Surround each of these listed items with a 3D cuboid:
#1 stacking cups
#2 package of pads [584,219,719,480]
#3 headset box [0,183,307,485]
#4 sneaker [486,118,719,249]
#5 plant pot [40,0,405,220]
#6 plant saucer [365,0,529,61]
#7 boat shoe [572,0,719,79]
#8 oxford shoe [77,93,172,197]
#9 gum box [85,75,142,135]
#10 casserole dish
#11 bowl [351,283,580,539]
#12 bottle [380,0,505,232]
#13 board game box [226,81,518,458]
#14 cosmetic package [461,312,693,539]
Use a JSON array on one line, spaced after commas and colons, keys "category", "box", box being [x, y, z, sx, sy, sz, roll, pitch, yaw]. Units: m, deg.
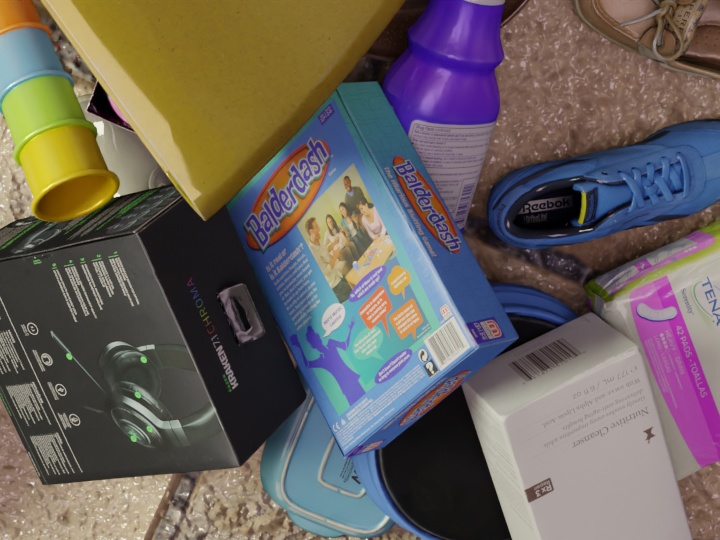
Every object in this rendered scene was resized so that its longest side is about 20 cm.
[{"category": "stacking cups", "box": [-0.218, -0.131, 1.072, 0.060, 0.061, 0.201, -26, 68, 6]}, {"category": "package of pads", "box": [0.274, 0.038, 1.147, 0.199, 0.068, 0.155, -23, 104, -2]}, {"category": "headset box", "box": [-0.154, 0.043, 1.089, 0.199, 0.093, 0.175, -11, 110, 35]}, {"category": "sneaker", "box": [0.186, -0.055, 1.125, 0.199, 0.078, 0.066, -14, 102, 2]}, {"category": "plant pot", "box": [-0.084, -0.168, 0.924, 0.176, 0.200, 0.200, -35, 103, -4]}, {"category": "plant saucer", "box": [0.037, -0.236, 1.071, 0.200, 0.037, 0.201, -7, 123, -11]}, {"category": "boat shoe", "box": [0.243, -0.166, 1.102, 0.199, 0.063, 0.074, 16, 105, -4]}, {"category": "oxford shoe", "box": [-0.144, -0.036, 1.137, 0.075, 0.058, 0.200, -29, 101, 9]}, {"category": "gum box", "box": [-0.111, -0.193, 1.067, 0.066, 0.114, 0.201, 21, 103, -6]}, {"category": "casserole dish", "box": [0.002, 0.113, 1.187, 0.121, 0.039, 0.201, 22, 104, -6]}, {"category": "bowl", "box": [0.091, 0.109, 1.157, 0.200, 0.039, 0.201, -6, 111, -15]}, {"category": "bottle", "box": [0.051, -0.107, 1.094, 0.083, 0.065, 0.201, -4, 121, -33]}, {"category": "board game box", "box": [0.000, 0.000, 1.073, 0.152, 0.045, 0.200, -42, 68, 40]}, {"category": "cosmetic package", "box": [0.154, 0.145, 1.123, 0.113, 0.081, 0.201, -26, 114, -9]}]
